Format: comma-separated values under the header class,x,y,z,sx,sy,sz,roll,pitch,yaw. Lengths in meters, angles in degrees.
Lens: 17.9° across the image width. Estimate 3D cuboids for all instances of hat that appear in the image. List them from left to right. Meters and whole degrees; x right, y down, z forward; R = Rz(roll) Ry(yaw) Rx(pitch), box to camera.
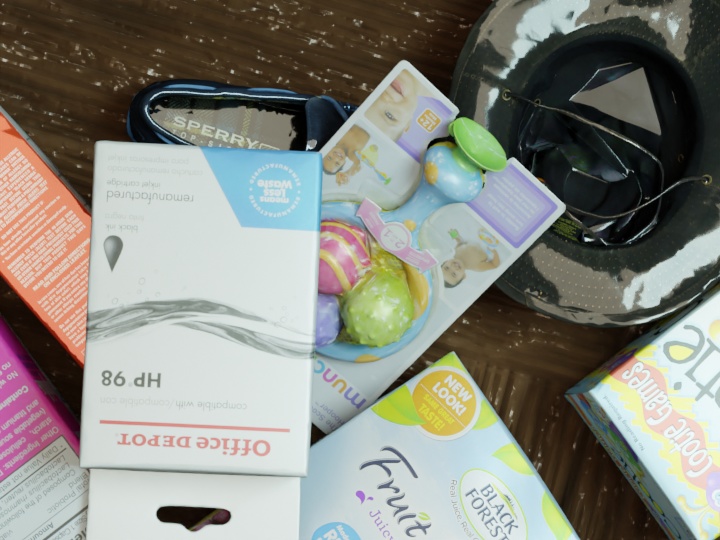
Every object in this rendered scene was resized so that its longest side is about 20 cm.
class,x,y,z,sx,sy,sz,roll,pitch,yaw
hat,0.134,-0.066,1.243,0.199,0.081,0.203,-1,83,5

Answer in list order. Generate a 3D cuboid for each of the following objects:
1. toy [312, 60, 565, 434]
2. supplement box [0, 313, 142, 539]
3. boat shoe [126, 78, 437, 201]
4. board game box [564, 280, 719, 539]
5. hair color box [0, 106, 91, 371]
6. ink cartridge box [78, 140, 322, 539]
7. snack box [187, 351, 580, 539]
class,x,y,z,sx,sy,sz,roll,pitch,yaw
toy,0.000,0.000,1.200,0.115,0.047,0.200,41,115,-5
supplement box,-0.209,0.086,1.213,0.103,0.101,0.201,-36,89,-4
boat shoe,-0.030,-0.056,1.244,0.198,0.069,0.085,6,86,-3
board game box,0.223,0.047,1.229,0.199,0.103,0.105,-37,88,-4
hair color box,-0.155,-0.001,1.221,0.061,0.102,0.200,-41,88,-4
ink cartridge box,-0.079,0.041,1.137,0.115,0.067,0.202,2,85,-4
snack box,0.014,0.169,1.226,0.199,0.068,0.169,-34,81,-5
